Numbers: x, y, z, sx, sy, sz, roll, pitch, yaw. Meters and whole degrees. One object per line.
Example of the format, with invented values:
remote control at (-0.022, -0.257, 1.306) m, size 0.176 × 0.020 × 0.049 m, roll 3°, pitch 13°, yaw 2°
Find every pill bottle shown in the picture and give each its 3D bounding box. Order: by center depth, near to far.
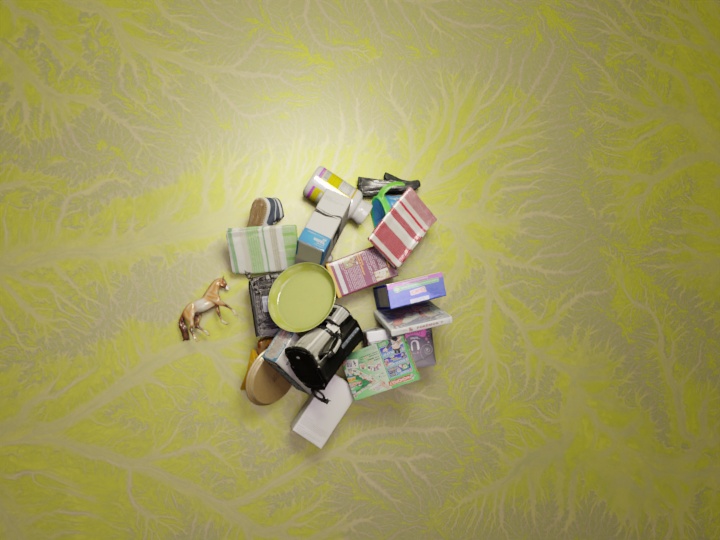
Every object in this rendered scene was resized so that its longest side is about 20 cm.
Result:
pill bottle at (-0.066, -0.220, 1.704) m, size 0.200 × 0.104 × 0.104 m, roll 33°, pitch 81°, yaw -6°

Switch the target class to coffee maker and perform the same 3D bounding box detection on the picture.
coffee maker at (-0.093, 0.221, 1.566) m, size 0.135 × 0.192 × 0.200 m, roll 19°, pitch 44°, yaw 26°

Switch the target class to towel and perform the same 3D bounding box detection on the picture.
towel at (-0.277, -0.062, 1.629) m, size 0.200 × 0.031 × 0.149 m, roll -5°, pitch 122°, yaw -4°
towel at (0.125, -0.124, 1.656) m, size 0.144 × 0.023 × 0.200 m, roll 44°, pitch 79°, yaw -30°

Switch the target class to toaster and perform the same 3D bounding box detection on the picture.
toaster at (-0.231, 0.088, 1.644) m, size 0.181 × 0.119 × 0.200 m, roll -9°, pitch 88°, yaw -11°

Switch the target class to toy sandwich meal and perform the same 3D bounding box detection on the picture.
toy sandwich meal at (-0.264, 0.287, 1.627) m, size 0.205 × 0.070 × 0.205 m, roll -23°, pitch 122°, yaw -42°

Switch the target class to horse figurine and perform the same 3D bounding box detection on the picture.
horse figurine at (-0.449, 0.119, 1.635) m, size 0.200 × 0.050 × 0.133 m, roll -34°, pitch 80°, yaw -5°

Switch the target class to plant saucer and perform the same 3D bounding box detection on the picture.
plant saucer at (-0.155, 0.075, 1.542) m, size 0.200 × 0.031 × 0.200 m, roll -8°, pitch 66°, yaw 17°

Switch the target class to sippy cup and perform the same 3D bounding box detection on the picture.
sippy cup at (0.116, -0.172, 1.720) m, size 0.130 × 0.178 × 0.140 m, roll -14°, pitch 64°, yaw -16°

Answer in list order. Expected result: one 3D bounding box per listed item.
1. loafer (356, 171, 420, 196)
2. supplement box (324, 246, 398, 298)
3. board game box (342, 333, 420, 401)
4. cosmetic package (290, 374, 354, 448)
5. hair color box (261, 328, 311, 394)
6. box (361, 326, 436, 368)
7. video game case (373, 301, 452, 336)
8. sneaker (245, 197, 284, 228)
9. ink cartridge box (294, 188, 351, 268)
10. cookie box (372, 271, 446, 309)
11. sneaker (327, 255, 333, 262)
loafer at (0.088, -0.271, 1.753) m, size 0.200 × 0.068 × 0.071 m, roll -6°, pitch 96°, yaw -7°
supplement box at (0.000, 0.000, 1.708) m, size 0.200 × 0.086 × 0.110 m, roll -21°, pitch 89°, yaw -11°
board game box at (0.053, 0.275, 1.603) m, size 0.200 × 0.029 × 0.135 m, roll -22°, pitch 83°, yaw 15°
cosmetic package at (-0.105, 0.403, 1.660) m, size 0.108 × 0.085 × 0.200 m, roll 37°, pitch 80°, yaw -7°
hair color box at (-0.183, 0.259, 1.602) m, size 0.100 × 0.060 × 0.200 m, roll -58°, pitch 140°, yaw -23°
box at (0.112, 0.230, 1.696) m, size 0.200 × 0.115 × 0.132 m, roll -6°, pitch 87°, yaw -11°
video game case at (0.150, 0.135, 1.668) m, size 0.182 × 0.200 × 0.023 m, roll -12°, pitch 105°, yaw -11°
sneaker at (-0.292, -0.128, 1.677) m, size 0.070 × 0.108 × 0.200 m, roll 31°, pitch 114°, yaw 14°
ink cartridge box at (-0.106, -0.109, 1.605) m, size 0.084 × 0.145 × 0.200 m, roll 24°, pitch 60°, yaw 3°
cookie box at (0.141, 0.062, 1.670) m, size 0.171 × 0.200 × 0.075 m, roll -12°, pitch 88°, yaw -11°
sneaker at (-0.182, -0.044, 1.694) m, size 0.200 × 0.070 × 0.080 m, roll 12°, pitch 91°, yaw -2°
